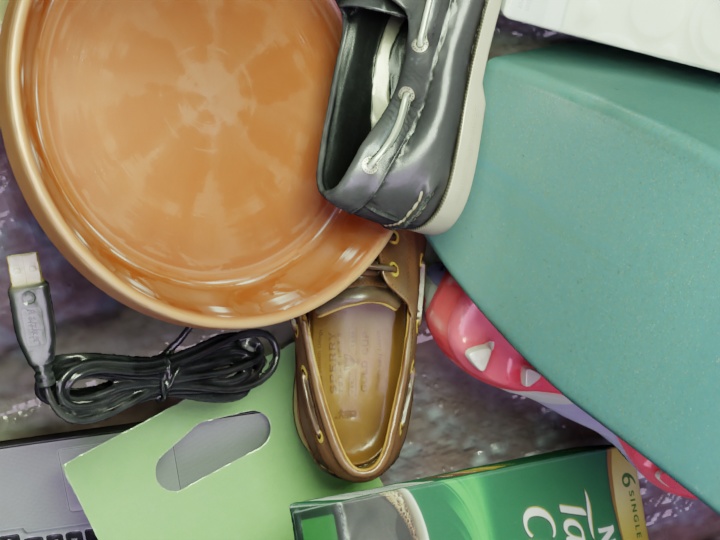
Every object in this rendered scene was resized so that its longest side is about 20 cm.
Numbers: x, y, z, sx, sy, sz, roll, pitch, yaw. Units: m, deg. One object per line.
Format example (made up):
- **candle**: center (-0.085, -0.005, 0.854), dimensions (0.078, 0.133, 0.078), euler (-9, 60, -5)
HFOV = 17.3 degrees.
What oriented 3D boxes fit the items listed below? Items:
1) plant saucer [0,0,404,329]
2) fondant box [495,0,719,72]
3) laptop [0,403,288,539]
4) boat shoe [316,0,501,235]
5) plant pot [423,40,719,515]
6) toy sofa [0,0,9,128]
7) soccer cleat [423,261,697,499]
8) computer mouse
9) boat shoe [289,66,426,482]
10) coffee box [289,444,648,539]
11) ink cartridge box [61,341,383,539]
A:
- **plant saucer**: center (-0.064, -0.075, 1.018), dimensions (0.199, 0.032, 0.202), euler (3, 85, -31)
- **fondant box**: center (0.166, -0.160, 1.035), dimensions (0.199, 0.058, 0.145), euler (12, 99, -13)
- **laptop**: center (-0.115, 0.190, 1.168), dimensions (0.186, 0.116, 0.201), euler (-8, 121, -3)
- **boat shoe**: center (0.019, -0.118, 1.013), dimensions (0.062, 0.073, 0.201), euler (7, 87, -29)
- **plant pot**: center (0.139, -0.015, 1.046), dimensions (0.199, 0.141, 0.142), euler (33, 116, 23)
- **toy sofa**: center (-0.219, -0.052, 1.054), dimensions (0.200, 0.083, 0.098), euler (-40, 109, 14)
- **soccer cleat**: center (0.115, 0.050, 1.152), dimensions (0.199, 0.076, 0.067), euler (27, 99, -26)
- **computer mouse**: center (-0.104, -0.030, 1.064), dimensions (0.140, 0.046, 0.201), euler (-14, 111, -37)
- **boat shoe**: center (0.000, 0.000, 1.094), dimensions (0.071, 0.068, 0.202), euler (-3, 100, -6)
- **coffee box**: center (0.061, 0.154, 1.126), dimensions (0.199, 0.044, 0.124), euler (-5, 84, -42)
- **ink cartridge box**: center (-0.036, 0.152, 1.140), dimensions (0.145, 0.048, 0.201), euler (-27, 101, -15)
